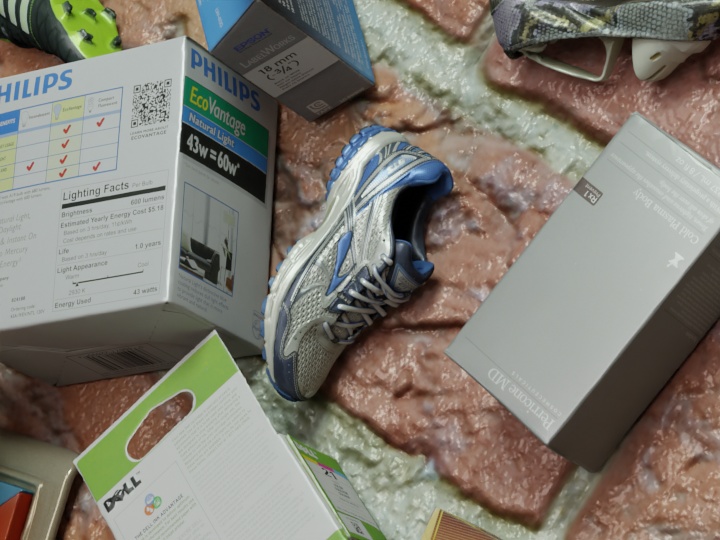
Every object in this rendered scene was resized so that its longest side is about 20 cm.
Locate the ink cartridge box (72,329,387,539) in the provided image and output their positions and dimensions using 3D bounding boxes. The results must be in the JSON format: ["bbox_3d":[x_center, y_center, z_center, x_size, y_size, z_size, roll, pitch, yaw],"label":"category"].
[{"bbox_3d":[-0.086,0.164,1.589,0.148,0.076,0.200,-43,54,12],"label":"ink cartridge box"}]

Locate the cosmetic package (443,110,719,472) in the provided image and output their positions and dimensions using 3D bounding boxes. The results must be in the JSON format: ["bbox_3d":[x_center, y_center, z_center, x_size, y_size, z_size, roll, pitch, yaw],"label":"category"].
[{"bbox_3d":[0.160,0.015,1.486,0.107,0.090,0.200,39,91,33],"label":"cosmetic package"}]

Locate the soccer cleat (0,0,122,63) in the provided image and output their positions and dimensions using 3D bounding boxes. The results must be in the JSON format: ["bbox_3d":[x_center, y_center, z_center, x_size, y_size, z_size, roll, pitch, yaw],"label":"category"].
[{"bbox_3d":[-0.250,-0.200,1.842,0.200,0.067,0.081,51,119,35],"label":"soccer cleat"}]

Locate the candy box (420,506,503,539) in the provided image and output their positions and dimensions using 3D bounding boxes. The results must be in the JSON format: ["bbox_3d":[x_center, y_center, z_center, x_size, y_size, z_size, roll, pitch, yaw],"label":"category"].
[{"bbox_3d":[0.105,0.242,1.452,0.199,0.056,0.117,26,87,35],"label":"candy box"}]

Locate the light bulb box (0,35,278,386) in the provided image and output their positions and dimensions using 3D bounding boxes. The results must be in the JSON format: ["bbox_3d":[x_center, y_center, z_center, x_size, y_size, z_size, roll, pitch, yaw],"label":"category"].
[{"bbox_3d":[-0.175,-0.039,1.690,0.197,0.125,0.201,-9,67,30],"label":"light bulb box"}]

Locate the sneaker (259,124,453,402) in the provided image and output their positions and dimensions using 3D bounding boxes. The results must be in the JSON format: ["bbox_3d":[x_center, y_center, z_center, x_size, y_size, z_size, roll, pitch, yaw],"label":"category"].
[{"bbox_3d":[0.000,0.000,1.599,0.085,0.077,0.201,21,84,31],"label":"sneaker"}]

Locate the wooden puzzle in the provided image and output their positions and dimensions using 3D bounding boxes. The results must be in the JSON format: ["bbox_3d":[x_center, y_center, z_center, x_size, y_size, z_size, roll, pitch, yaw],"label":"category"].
[{"bbox_3d":[-0.308,0.207,1.733,0.184,0.037,0.201,13,79,35],"label":"wooden puzzle"}]

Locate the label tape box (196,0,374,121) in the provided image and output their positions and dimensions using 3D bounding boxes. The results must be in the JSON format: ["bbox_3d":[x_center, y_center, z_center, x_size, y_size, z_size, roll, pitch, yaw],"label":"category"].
[{"bbox_3d":[-0.079,-0.211,1.639,0.063,0.200,0.145,-27,60,20],"label":"label tape box"}]

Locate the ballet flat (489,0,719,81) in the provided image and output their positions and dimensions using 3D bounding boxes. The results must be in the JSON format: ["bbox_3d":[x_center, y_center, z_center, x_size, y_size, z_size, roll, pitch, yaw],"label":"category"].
[{"bbox_3d":[0.177,-0.159,1.563,0.199,0.072,0.073,5,74,33],"label":"ballet flat"}]
